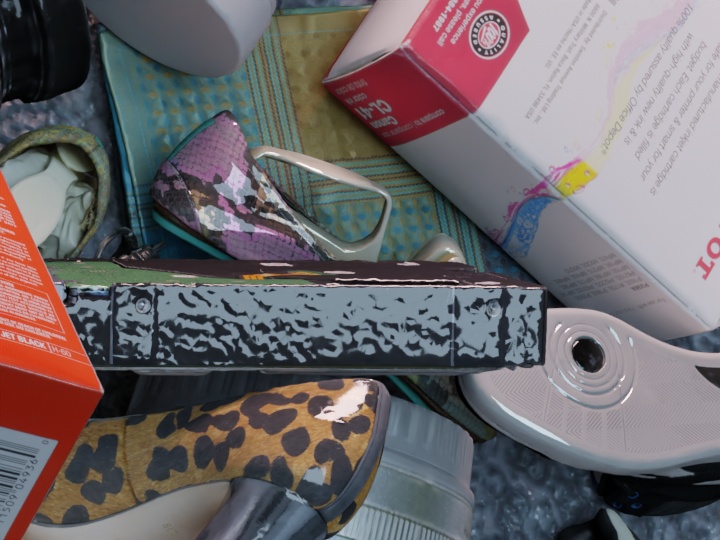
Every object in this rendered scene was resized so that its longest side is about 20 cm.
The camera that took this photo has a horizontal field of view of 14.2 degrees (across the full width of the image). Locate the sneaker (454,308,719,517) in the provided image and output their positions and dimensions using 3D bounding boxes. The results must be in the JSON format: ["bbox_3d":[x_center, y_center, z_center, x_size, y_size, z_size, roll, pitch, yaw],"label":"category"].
[{"bbox_3d":[0.113,0.075,1.304,0.199,0.112,0.074,8,63,-26],"label":"sneaker"}]

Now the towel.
[{"bbox_3d":[-0.019,-0.048,1.323,0.199,0.022,0.148,-7,85,-24],"label":"towel"}]

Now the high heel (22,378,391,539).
[{"bbox_3d":[-0.080,0.062,1.138,0.143,0.200,0.072,-43,136,-8],"label":"high heel"}]

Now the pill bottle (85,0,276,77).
[{"bbox_3d":[-0.042,-0.191,1.276,0.119,0.119,0.201,36,67,-13],"label":"pill bottle"}]

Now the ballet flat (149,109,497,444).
[{"bbox_3d":[0.000,0.000,1.271,0.200,0.069,0.071,37,97,-18],"label":"ballet flat"}]

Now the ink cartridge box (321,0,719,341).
[{"bbox_3d":[0.104,-0.081,1.327,0.200,0.085,0.148,43,63,-18],"label":"ink cartridge box"}]

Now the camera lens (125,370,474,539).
[{"bbox_3d":[-0.042,0.153,1.206,0.159,0.160,0.201,18,76,-18],"label":"camera lens"}]

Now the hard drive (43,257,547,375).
[{"bbox_3d":[-0.038,0.017,1.162,0.199,0.140,0.038,1,94,-14],"label":"hard drive"}]

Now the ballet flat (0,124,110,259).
[{"bbox_3d":[-0.174,0.015,1.227,0.071,0.071,0.200,42,70,-11],"label":"ballet flat"}]

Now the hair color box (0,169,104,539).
[{"bbox_3d":[-0.167,0.021,1.089,0.061,0.200,0.102,18,113,-31],"label":"hair color box"}]

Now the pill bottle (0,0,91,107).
[{"bbox_3d":[-0.218,-0.087,1.200,0.199,0.112,0.113,-20,89,-24],"label":"pill bottle"}]

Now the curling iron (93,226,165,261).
[{"bbox_3d":[-0.154,0.058,1.237,0.026,0.050,0.200,40,82,7],"label":"curling iron"}]

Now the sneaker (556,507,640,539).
[{"bbox_3d":[0.074,0.170,1.277,0.088,0.075,0.200,58,35,2],"label":"sneaker"}]
